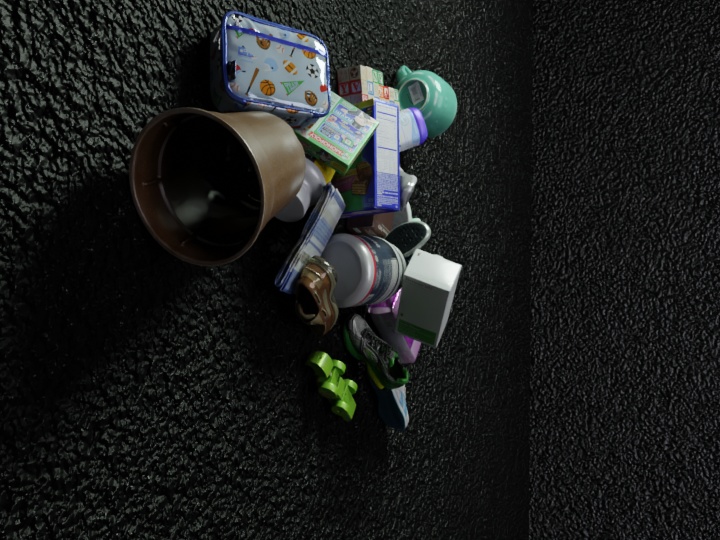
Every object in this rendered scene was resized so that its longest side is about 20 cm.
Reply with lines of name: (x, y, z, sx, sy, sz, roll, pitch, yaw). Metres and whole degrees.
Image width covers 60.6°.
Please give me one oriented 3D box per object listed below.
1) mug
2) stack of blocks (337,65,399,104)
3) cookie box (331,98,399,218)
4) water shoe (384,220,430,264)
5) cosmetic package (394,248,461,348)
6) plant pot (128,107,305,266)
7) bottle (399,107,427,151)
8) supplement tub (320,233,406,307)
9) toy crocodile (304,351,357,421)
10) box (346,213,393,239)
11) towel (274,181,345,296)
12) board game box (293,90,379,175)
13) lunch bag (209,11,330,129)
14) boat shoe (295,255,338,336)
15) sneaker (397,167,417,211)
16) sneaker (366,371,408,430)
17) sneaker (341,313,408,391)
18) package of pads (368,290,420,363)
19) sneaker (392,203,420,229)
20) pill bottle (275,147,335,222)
mug: (0.141, -0.427, 1.554, 0.114, 0.183, 0.154, 3, 110, -60)
stack of blocks: (0.024, -0.386, 1.394, 0.199, 0.058, 0.117, -16, 103, -62)
cookie box: (-0.009, -0.211, 1.194, 0.075, 0.170, 0.204, 1, 88, -45)
water shoe: (0.081, -0.038, 1.367, 0.079, 0.199, 0.072, 19, 41, -53)
cosmetic package: (0.143, 0.063, 1.332, 0.202, 0.106, 0.085, 92, 23, -49)
plant pot: (-0.180, -0.136, 0.864, 0.198, 0.197, 0.203, -49, 132, -62)
bottle: (0.046, -0.284, 1.323, 0.198, 0.065, 0.085, -22, 98, -19)
supplement tub: (0.000, 0.000, 1.246, 0.199, 0.138, 0.143, -1, 89, -63)
toy crocodile: (-0.054, 0.235, 1.230, 0.201, 0.061, 0.068, 65, 35, -46)
box: (0.031, -0.170, 1.388, 0.100, 0.074, 0.203, 35, 60, -57)
towel: (-0.086, -0.050, 1.091, 0.202, 0.024, 0.147, -63, 171, -3)
board game box: (-0.080, -0.264, 1.059, 0.135, 0.198, 0.029, -58, -179, -37)
lunch bag: (-0.143, -0.316, 0.969, 0.197, 0.075, 0.163, 5, 77, -34)
boat shoe: (-0.088, 0.058, 1.115, 0.074, 0.075, 0.202, -49, 156, -32)
sneaker: (0.054, -0.176, 1.248, 0.076, 0.081, 0.200, -66, -161, 13)
sneaker: (0.079, 0.288, 1.456, 0.081, 0.076, 0.203, -43, 126, -46)
sneaker: (0.037, 0.170, 1.333, 0.201, 0.085, 0.078, 51, 49, -14)
package of pads: (0.091, 0.121, 1.489, 0.201, 0.075, 0.122, 63, 37, -39)
sneaker: (0.106, -0.120, 1.511, 0.119, 0.073, 0.203, -55, 152, -41)
pill bottle: (-0.100, -0.184, 1.089, 0.112, 0.110, 0.202, 62, 38, -41)
